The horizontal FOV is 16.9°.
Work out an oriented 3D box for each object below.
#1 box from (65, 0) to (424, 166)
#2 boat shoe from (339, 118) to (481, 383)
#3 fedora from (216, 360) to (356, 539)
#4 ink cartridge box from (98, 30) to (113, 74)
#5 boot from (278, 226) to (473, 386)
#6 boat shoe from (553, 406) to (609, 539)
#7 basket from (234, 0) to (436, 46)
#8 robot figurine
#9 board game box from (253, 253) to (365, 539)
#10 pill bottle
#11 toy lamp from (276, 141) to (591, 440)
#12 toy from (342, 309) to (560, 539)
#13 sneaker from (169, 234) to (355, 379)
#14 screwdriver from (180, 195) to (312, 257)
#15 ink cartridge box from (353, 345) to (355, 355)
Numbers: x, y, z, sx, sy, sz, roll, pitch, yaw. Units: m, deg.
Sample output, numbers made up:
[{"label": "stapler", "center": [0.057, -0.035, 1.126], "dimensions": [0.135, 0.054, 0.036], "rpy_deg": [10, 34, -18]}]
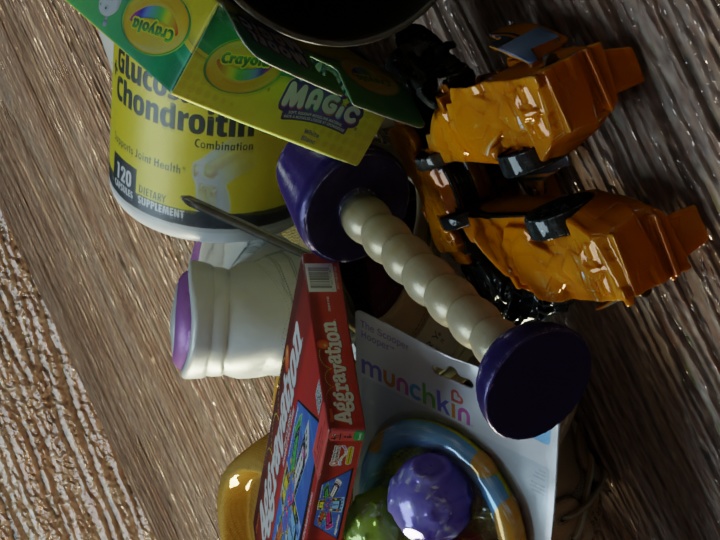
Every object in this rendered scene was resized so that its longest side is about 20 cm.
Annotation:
[{"label": "box", "center": [-0.067, -0.110, 1.049], "dimensions": [0.117, 0.049, 0.200], "rpy_deg": [19, -166, -44]}, {"label": "boat shoe", "center": [0.010, -0.033, 1.151], "dimensions": [0.066, 0.074, 0.201], "rpy_deg": [41, -158, -44]}, {"label": "fedora", "center": [-0.022, 0.137, 1.287], "dimensions": [0.201, 0.081, 0.202], "rpy_deg": [45, 146, 42]}, {"label": "ink cartridge box", "center": [-0.111, -0.177, 1.416], "dimensions": [0.146, 0.084, 0.201], "rpy_deg": [47, 158, 51]}, {"label": "boot", "center": [0.018, 0.028, 1.317], "dimensions": [0.155, 0.072, 0.201], "rpy_deg": [45, 155, 54]}, {"label": "boat shoe", "center": [0.094, 0.104, 1.209], "dimensions": [0.064, 0.072, 0.200], "rpy_deg": [25, 157, 8]}, {"label": "basket", "center": [-0.041, -0.198, 1.023], "dimensions": [0.200, 0.135, 0.181], "rpy_deg": [-140, 35, -69]}, {"label": "robot figurine", "center": [0.070, -0.042, 1.024], "dimensions": [0.146, 0.058, 0.200], "rpy_deg": [67, 166, -10]}, {"label": "board game box", "center": [-0.026, 0.097, 1.125], "dimensions": [0.201, 0.019, 0.103], "rpy_deg": [101, 165, -46]}, {"label": "pill bottle", "center": [-0.069, -0.124, 1.227], "dimensions": [0.112, 0.111, 0.201], "rpy_deg": [48, 140, 50]}, {"label": "toy lamp", "center": [0.024, -0.002, 1.030], "dimensions": [0.200, 0.058, 0.058], "rpy_deg": [45, 157, 46]}, {"label": "toy", "center": [0.028, 0.130, 1.081], "dimensions": [0.115, 0.047, 0.201], "rpy_deg": [24, 130, 34]}, {"label": "sneaker", "center": [-0.045, 0.021, 1.263], "dimensions": [0.200, 0.099, 0.075], "rpy_deg": [-87, 1, -78]}, {"label": "screwdriver", "center": [0.000, 0.000, 1.194], "dimensions": [0.199, 0.029, 0.028], "rpy_deg": [30, 165, -21]}, {"label": "ink cartridge box", "center": [0.010, 0.107, 1.410], "dimensions": [0.095, 0.037, 0.201], "rpy_deg": [-39, 53, 44]}]
